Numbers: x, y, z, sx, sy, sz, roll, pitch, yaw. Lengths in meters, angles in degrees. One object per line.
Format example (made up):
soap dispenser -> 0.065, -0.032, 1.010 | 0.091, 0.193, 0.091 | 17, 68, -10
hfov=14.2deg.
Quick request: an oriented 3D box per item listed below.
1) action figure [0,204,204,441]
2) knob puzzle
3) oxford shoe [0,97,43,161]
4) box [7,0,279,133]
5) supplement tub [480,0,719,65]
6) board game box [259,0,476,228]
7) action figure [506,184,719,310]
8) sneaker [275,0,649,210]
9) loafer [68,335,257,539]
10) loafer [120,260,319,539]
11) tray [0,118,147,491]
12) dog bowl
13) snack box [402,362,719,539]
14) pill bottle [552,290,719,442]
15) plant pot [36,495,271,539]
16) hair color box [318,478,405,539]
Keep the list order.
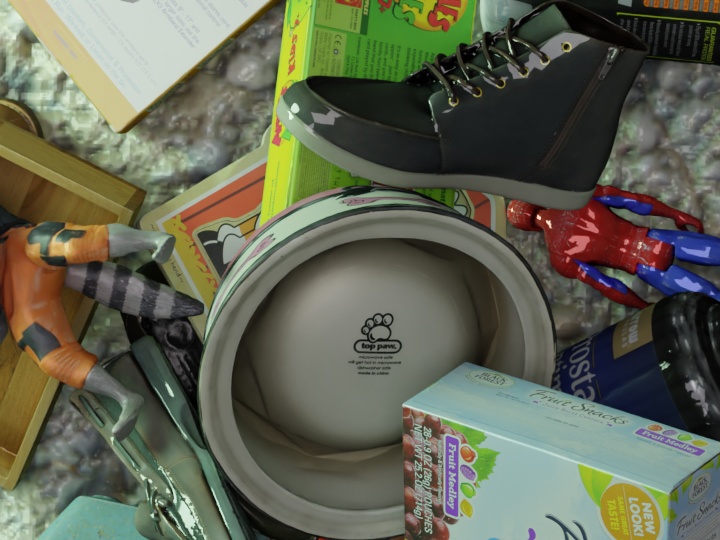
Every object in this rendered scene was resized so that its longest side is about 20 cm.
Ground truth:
action figure -> -0.195, 0.023, 1.610 | 0.192, 0.105, 0.201 | 23, 125, 21
knob puzzle -> 0.000, 0.000, 1.666 | 0.218, 0.030, 0.221 | 2, 80, -12
oxford shoe -> -0.284, -0.044, 1.700 | 0.199, 0.071, 0.072 | -30, 92, 7
box -> -0.103, -0.189, 1.696 | 0.200, 0.041, 0.119 | -40, 89, 3
supplement tub -> 0.170, -0.180, 1.632 | 0.198, 0.123, 0.124 | 6, 93, 4
board game box -> 0.005, -0.094, 1.637 | 0.101, 0.048, 0.202 | 11, 78, -20
action figure -> 0.179, -0.005, 1.677 | 0.199, 0.052, 0.066 | 19, 88, 8
sneaker -> 0.055, -0.103, 1.568 | 0.199, 0.075, 0.107 | 7, 120, -28
loafer -> -0.103, 0.124, 1.591 | 0.063, 0.072, 0.201 | -27, 49, -2
loafer -> -0.080, 0.085, 1.689 | 0.073, 0.071, 0.200 | -38, 89, 5
tray -> -0.207, 0.021, 1.680 | 0.098, 0.037, 0.201 | 26, 116, 1
dog bowl -> 0.003, 0.043, 1.575 | 0.199, 0.074, 0.202 | -5, 116, -11
snack box -> 0.107, 0.167, 1.526 | 0.168, 0.068, 0.201 | 18, 123, 33
pill bottle -> 0.166, 0.080, 1.624 | 0.199, 0.112, 0.112 | -29, 90, 24
plant pot -> -0.125, 0.241, 1.646 | 0.194, 0.196, 0.201 | 11, 75, 4
hair color box -> 0.025, 0.227, 1.650 | 0.101, 0.061, 0.202 | 11, 76, -24
